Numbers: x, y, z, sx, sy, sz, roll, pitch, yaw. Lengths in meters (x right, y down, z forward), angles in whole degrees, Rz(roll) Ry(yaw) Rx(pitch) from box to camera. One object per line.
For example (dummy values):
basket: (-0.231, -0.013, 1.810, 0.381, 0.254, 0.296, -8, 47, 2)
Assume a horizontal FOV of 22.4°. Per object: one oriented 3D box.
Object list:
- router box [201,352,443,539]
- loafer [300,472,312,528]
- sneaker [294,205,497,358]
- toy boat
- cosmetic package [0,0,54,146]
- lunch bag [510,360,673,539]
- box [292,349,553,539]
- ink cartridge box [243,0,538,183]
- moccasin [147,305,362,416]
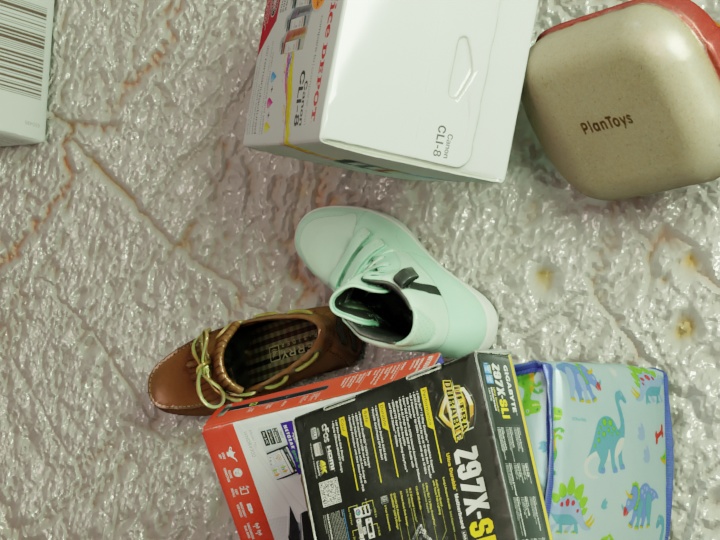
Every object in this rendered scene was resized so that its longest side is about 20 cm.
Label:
router box: (0.001, 0.177, 1.322, 0.178, 0.049, 0.201, -15, 103, 18)
loafer: (0.017, 0.211, 1.268, 0.072, 0.063, 0.201, -25, 99, 19)
sneaker: (0.000, 0.000, 1.377, 0.200, 0.118, 0.074, 32, 104, 35)
toy boat: (0.204, -0.131, 1.252, 0.200, 0.130, 0.131, -8, 113, 58)
cosmetic package: (-0.409, -0.204, 1.665, 0.199, 0.165, 0.166, -3, 82, 35)
lunch bag: (0.129, 0.165, 1.234, 0.127, 0.169, 0.202, -9, 81, 39)
box: (0.044, 0.169, 1.163, 0.159, 0.049, 0.202, -22, 72, 34)
ink cartridge box: (0.018, -0.147, 1.316, 0.200, 0.144, 0.147, -172, 92, -70)
moccasin: (-0.095, 0.075, 1.461, 0.200, 0.078, 0.074, -12, 78, 34)
